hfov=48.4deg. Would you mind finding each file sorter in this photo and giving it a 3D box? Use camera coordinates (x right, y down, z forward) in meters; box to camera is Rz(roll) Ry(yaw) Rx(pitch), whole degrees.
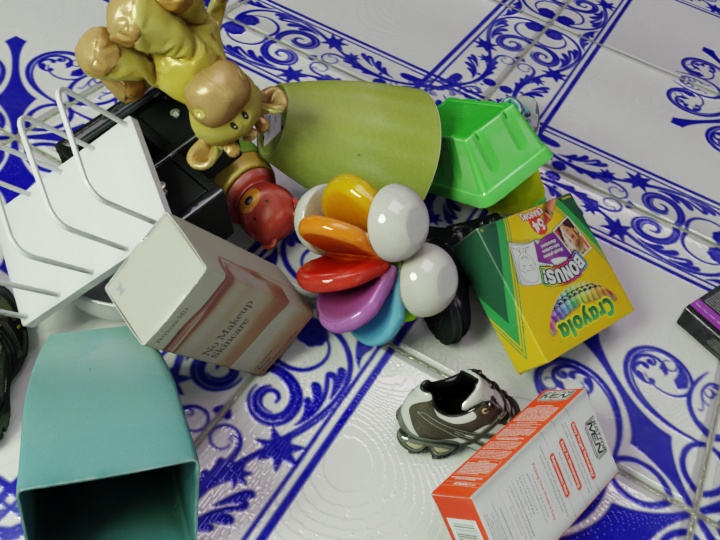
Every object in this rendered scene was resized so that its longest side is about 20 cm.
[{"bbox_3d":[-0.310,-0.061,0.785,0.198,0.124,0.140,-31,69,13],"label":"file sorter"}]

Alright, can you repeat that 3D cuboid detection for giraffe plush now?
[{"bbox_3d":[-0.173,-0.201,0.849,0.163,0.172,0.200,52,18,6],"label":"giraffe plush"}]

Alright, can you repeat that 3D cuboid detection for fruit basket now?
[{"bbox_3d":[0.180,-0.138,1.143,0.155,0.217,0.216,-36,60,-15],"label":"fruit basket"}]

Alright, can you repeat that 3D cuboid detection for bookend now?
[{"bbox_3d":[-0.202,-0.115,0.914,0.198,0.093,0.199,-40,64,-22],"label":"bookend"}]

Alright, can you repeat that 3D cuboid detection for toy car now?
[{"bbox_3d":[0.000,0.000,0.909,0.173,0.202,0.151,4,46,44],"label":"toy car"}]

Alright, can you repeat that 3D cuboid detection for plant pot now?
[{"bbox_3d":[-0.235,0.154,0.738,0.139,0.143,0.201,-5,39,-19],"label":"plant pot"},{"bbox_3d":[-0.028,-0.167,1.040,0.197,0.188,0.189,10,40,-30],"label":"plant pot"}]

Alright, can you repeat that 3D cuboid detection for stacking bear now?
[{"bbox_3d":[-0.157,-0.111,1.038,0.122,0.114,0.200,-48,61,1],"label":"stacking bear"}]

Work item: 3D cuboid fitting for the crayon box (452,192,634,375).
[{"bbox_3d":[0.232,0.011,0.997,0.198,0.058,0.175,-20,78,-39],"label":"crayon box"}]

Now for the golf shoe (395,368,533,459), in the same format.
[{"bbox_3d":[0.138,0.154,0.863,0.196,0.096,0.079,0,43,-17],"label":"golf shoe"}]

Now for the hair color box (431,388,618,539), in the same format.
[{"bbox_3d":[0.169,0.212,0.802,0.198,0.061,0.103,-29,99,-36],"label":"hair color box"}]

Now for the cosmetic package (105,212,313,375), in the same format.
[{"bbox_3d":[-0.148,0.032,0.828,0.087,0.104,0.199,47,10,30],"label":"cosmetic package"}]

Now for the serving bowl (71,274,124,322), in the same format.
[{"bbox_3d":[-0.266,-0.011,0.943,0.196,0.066,0.202,7,45,-7],"label":"serving bowl"}]

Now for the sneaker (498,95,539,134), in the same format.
[{"bbox_3d":[0.251,-0.245,1.304,0.077,0.087,0.200,29,45,14],"label":"sneaker"}]

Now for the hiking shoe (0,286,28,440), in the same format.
[{"bbox_3d":[-0.377,0.072,0.803,0.074,0.102,0.202,-3,46,-18],"label":"hiking shoe"}]

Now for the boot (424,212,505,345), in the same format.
[{"bbox_3d":[0.149,0.001,1.032,0.165,0.077,0.202,-7,43,-17],"label":"boot"}]

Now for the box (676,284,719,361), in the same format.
[{"bbox_3d":[0.546,0.073,1.096,0.198,0.036,0.143,-23,56,-31],"label":"box"}]
